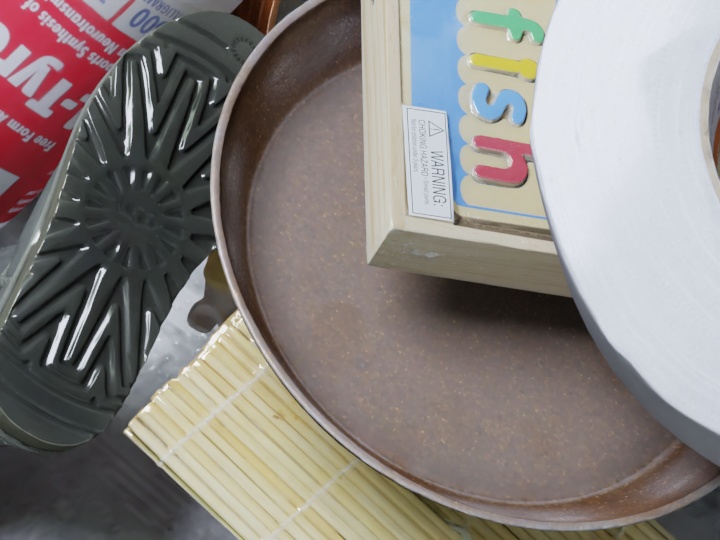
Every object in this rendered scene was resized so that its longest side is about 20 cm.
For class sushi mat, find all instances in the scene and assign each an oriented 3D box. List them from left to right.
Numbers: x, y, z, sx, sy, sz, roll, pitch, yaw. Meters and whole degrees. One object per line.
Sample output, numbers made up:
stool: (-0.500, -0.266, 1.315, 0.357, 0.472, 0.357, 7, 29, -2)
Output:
sushi mat: (0.028, 0.082, 0.814, 0.200, 0.012, 0.096, 42, 74, 8)

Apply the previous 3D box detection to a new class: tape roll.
tape roll: (0.150, -0.035, 0.738, 0.200, 0.066, 0.201, -2, 77, 10)

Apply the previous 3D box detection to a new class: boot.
boot: (-0.120, 0.002, 0.920, 0.182, 0.073, 0.200, -56, 15, -23)

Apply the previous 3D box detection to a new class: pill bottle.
pill bottle: (-0.145, -0.085, 0.996, 0.200, 0.112, 0.112, -42, 46, 17)

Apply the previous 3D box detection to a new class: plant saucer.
plant saucer: (0.045, -0.005, 0.824, 0.200, 0.035, 0.201, 9, 59, -15)

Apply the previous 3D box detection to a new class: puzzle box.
puzzle box: (0.066, -0.083, 0.841, 0.133, 0.025, 0.201, 8, 60, -17)

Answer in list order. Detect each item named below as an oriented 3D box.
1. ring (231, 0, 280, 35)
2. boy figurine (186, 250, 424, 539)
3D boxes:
ring: (0.012, -0.094, 0.963, 0.200, 0.019, 0.201, -13, 69, 36)
boy figurine: (0.000, 0.000, 0.884, 0.124, 0.064, 0.201, -4, 71, 22)
